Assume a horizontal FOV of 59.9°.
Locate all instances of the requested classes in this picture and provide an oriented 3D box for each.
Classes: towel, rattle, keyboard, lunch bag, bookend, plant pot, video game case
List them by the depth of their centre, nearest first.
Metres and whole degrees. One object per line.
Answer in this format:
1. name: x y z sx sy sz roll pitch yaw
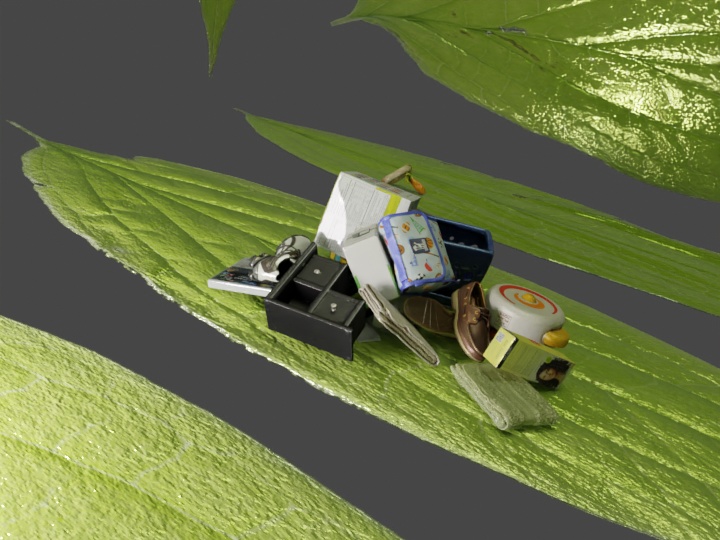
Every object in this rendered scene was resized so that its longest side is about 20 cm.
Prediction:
1. towel: 0.281 0.242 1.230 0.148 0.037 0.200 2 24 -27
2. towel: 0.082 0.111 1.302 0.200 0.034 0.133 43 6 -33
3. bookend: -0.062 0.059 1.303 0.200 0.092 0.199 20 47 20
4. lunch bag: 0.122 -0.036 1.391 0.124 0.170 0.200 -23 -14 25
5. keyboard: -0.024 0.108 1.419 0.056 0.011 0.200 -6 28 -28
6. video game case: -0.223 0.016 1.463 0.200 0.023 0.182 8 20 16
7. plant pot: 0.225 -0.019 1.627 0.200 0.180 0.200 14 22 2
8. rattle: 0.146 -0.338 2.537 0.200 0.143 0.130 -31 14 -39

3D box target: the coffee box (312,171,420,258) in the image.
1. coffee box: 0.020 -0.131 1.626 0.198 0.200 0.200 23 13 8

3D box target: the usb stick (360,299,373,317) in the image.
1. usb stick: -0.012 0.094 1.401 0.055 0.033 0.200 16 25 36

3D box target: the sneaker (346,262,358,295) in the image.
1. sneaker: -0.081 0.032 1.459 0.075 0.079 0.200 28 35 34

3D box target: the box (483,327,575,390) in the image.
1. box: 0.348 0.182 1.279 0.200 0.075 0.050 22 14 -32

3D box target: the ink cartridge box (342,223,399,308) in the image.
1. ink cartridge box: 0.028 -0.016 1.431 0.084 0.146 0.200 -20 10 7

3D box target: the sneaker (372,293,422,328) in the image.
1. sneaker: 0.106 0.093 1.435 0.085 0.073 0.200 23 23 29

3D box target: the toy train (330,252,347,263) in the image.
1. toy train: 0.000 0.000 1.635 0.150 0.056 0.200 14 15 -33

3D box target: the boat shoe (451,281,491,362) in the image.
1. boat shoe: 0.244 0.104 1.344 0.072 0.068 0.200 26 39 -25

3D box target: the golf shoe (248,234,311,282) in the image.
1. golf shoe: -0.163 -0.019 1.437 0.094 0.078 0.200 18 35 30

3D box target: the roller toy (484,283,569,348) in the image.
1. roller toy: 0.362 0.117 1.421 0.182 0.140 0.200 14 22 -6

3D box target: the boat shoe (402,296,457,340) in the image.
1. boat shoe: 0.166 0.115 1.390 0.200 0.072 0.072 18 63 -29
